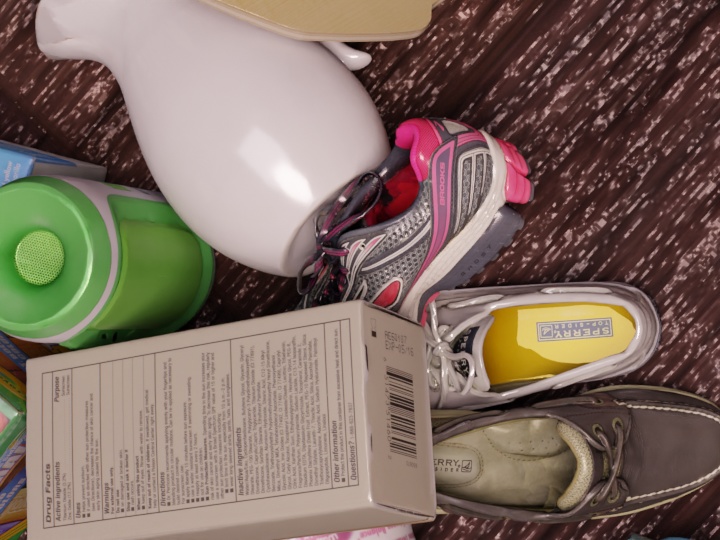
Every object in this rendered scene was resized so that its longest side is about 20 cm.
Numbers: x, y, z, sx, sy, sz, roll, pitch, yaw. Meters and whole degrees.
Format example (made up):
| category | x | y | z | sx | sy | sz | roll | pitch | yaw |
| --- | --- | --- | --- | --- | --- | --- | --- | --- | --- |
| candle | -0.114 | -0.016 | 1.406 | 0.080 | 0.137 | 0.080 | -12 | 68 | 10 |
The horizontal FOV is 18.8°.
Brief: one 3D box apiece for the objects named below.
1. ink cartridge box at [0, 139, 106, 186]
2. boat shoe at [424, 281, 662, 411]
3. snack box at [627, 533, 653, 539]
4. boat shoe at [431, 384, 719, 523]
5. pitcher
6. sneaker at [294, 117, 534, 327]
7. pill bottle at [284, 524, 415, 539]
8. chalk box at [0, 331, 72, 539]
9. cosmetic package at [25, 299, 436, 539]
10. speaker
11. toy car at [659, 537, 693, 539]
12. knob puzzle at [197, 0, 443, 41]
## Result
| category | x | y | z | sx | sy | sz | roll | pitch | yaw |
| --- | --- | --- | --- | --- | --- | --- | --- | --- | --- |
| ink cartridge box | -0.260 | -0.053 | 1.230 | 0.199 | 0.115 | 0.068 | 14 | 92 | 13 |
| boat shoe | 0.059 | 0.045 | 1.166 | 0.201 | 0.086 | 0.075 | -6 | 87 | 13 |
| snack box | 0.166 | 0.255 | 1.161 | 0.116 | 0.037 | 0.201 | 19 | 93 | 14 |
| boat shoe | 0.105 | 0.101 | 1.130 | 0.200 | 0.066 | 0.072 | -2 | 96 | -13 |
| pitcher | -0.055 | -0.110 | 1.191 | 0.171 | 0.121 | 0.200 | -40 | 69 | -6 |
| sneaker | 0.000 | 0.000 | 1.131 | 0.200 | 0.074 | 0.081 | -53 | 41 | 19 |
| pill bottle | -0.011 | 0.200 | 1.166 | 0.113 | 0.113 | 0.201 | -18 | 85 | 12 |
| chalk box | -0.239 | 0.081 | 1.178 | 0.125 | 0.200 | 0.124 | 41 | 98 | 11 |
| cosmetic package | -0.067 | 0.084 | 1.091 | 0.199 | 0.073 | 0.104 | -10 | 74 | 28 |
| speaker | -0.140 | -0.004 | 1.156 | 0.088 | 0.200 | 0.089 | 0 | 88 | 14 |
| toy car | 0.134 | 0.274 | 1.087 | 0.177 | 0.184 | 0.200 | 38 | 126 | 12 |
| knob puzzle | -0.031 | -0.200 | 1.180 | 0.218 | 0.030 | 0.221 | 7 | 66 | -15 |
